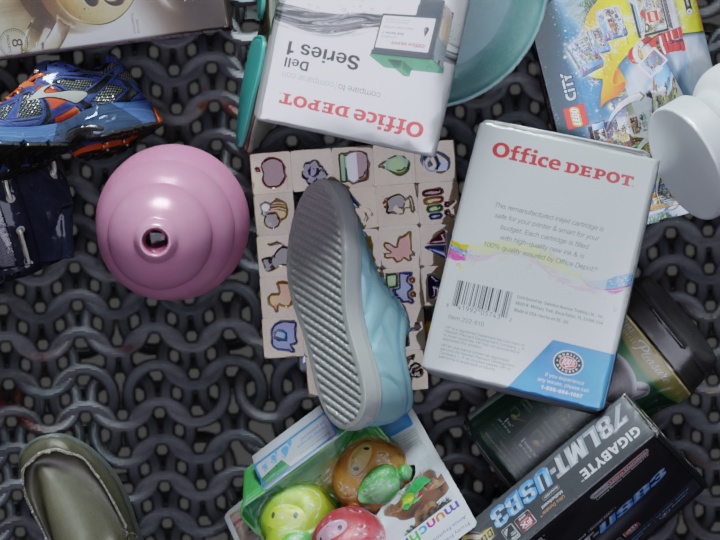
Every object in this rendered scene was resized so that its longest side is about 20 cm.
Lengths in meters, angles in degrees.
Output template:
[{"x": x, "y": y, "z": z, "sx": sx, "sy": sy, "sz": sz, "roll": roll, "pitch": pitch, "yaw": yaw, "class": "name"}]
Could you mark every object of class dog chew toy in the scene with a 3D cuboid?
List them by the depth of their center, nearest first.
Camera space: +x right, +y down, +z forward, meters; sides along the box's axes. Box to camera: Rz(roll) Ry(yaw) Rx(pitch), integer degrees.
[{"x": -0.150, "y": -0.033, "z": 1.459, "sx": 0.123, "sy": 0.200, "sz": 0.126, "roll": 0, "pitch": 96, "yaw": 0, "class": "dog chew toy"}]

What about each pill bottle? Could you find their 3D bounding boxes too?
[{"x": 0.331, "y": -0.123, "z": 1.472, "sx": 0.199, "sy": 0.116, "sz": 0.117, "roll": -27, "pitch": 97, "yaw": -18, "class": "pill bottle"}]

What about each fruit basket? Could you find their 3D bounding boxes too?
[{"x": -0.017, "y": 0.193, "z": 1.487, "sx": 0.185, "sy": 0.200, "sz": 0.094, "roll": -37, "pitch": 117, "yaw": 4, "class": "fruit basket"}]

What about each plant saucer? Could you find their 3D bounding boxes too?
[{"x": 0.049, "y": -0.229, "z": 1.493, "sx": 0.198, "sy": 0.036, "sz": 0.202, "roll": 0, "pitch": 100, "yaw": -2, "class": "plant saucer"}]

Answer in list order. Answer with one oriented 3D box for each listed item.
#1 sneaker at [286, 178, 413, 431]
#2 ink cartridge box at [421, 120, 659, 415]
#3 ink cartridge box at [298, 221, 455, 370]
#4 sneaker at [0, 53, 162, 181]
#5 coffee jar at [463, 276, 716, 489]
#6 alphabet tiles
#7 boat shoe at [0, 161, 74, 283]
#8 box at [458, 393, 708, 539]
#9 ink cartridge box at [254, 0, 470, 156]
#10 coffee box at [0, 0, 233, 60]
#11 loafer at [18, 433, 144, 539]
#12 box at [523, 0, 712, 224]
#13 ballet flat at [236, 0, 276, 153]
[{"x": -0.003, "y": 0.027, "z": 1.501, "sx": 0.074, "sy": 0.082, "sz": 0.202, "roll": -16, "pitch": 78, "yaw": 42, "class": "sneaker"}, {"x": 0.142, "y": -0.002, "z": 1.470, "sx": 0.143, "sy": 0.085, "sz": 0.202, "roll": 13, "pitch": 85, "yaw": 9, "class": "ink cartridge box"}, {"x": 0.046, "y": 0.018, "z": 1.551, "sx": 0.198, "sy": 0.042, "sz": 0.120, "roll": -2, "pitch": 97, "yaw": -2, "class": "ink cartridge box"}, {"x": -0.253, "y": -0.123, "z": 1.482, "sx": 0.075, "sy": 0.199, "sz": 0.079, "roll": -33, "pitch": 77, "yaw": 44, "class": "sneaker"}, {"x": 0.189, "y": 0.100, "z": 1.535, "sx": 0.200, "sy": 0.085, "sz": 0.104, "roll": -39, "pitch": 80, "yaw": 4, "class": "coffee jar"}, {"x": 0.000, "y": 0.000, "z": 1.526, "sx": 0.166, "sy": 0.008, "sz": 0.202, "roll": -4, "pitch": 96, "yaw": 1, "class": "alphabet tiles"}, {"x": -0.286, "y": -0.089, "z": 1.525, "sx": 0.092, "sy": 0.075, "sz": 0.202, "roll": -9, "pitch": 95, "yaw": -18, "class": "boat shoe"}, {"x": 0.171, "y": 0.199, "z": 1.498, "sx": 0.200, "sy": 0.198, "sz": 0.050, "roll": -41, "pitch": 63, "yaw": 4, "class": "box"}, {"x": 0.008, "y": -0.197, "z": 1.435, "sx": 0.145, "sy": 0.084, "sz": 0.202, "roll": 11, "pitch": 99, "yaw": -4, "class": "ink cartridge box"}, {"x": -0.205, "y": -0.234, "z": 1.495, "sx": 0.198, "sy": 0.080, "sz": 0.114, "roll": -8, "pitch": 96, "yaw": 0, "class": "coffee box"}, {"x": -0.215, "y": 0.224, "z": 1.554, "sx": 0.075, "sy": 0.070, "sz": 0.201, "roll": -32, "pitch": 96, "yaw": 3, "class": "loafer"}, {"x": 0.220, "y": -0.138, "z": 1.534, "sx": 0.136, "sy": 0.038, "sz": 0.202, "roll": -15, "pitch": 97, "yaw": 1, "class": "box"}, {"x": -0.059, "y": -0.192, "z": 1.512, "sx": 0.063, "sy": 0.067, "sz": 0.202, "roll": 4, "pitch": 98, "yaw": -13, "class": "ballet flat"}]
